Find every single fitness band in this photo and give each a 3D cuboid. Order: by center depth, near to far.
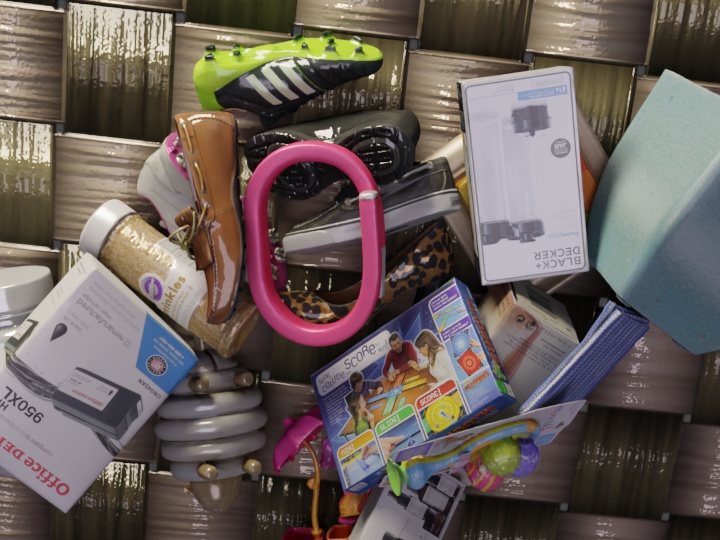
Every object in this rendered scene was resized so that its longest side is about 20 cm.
[{"bbox_3d":[-0.046,-0.025,0.900,0.140,0.037,0.205,1,104,12],"label":"fitness band"}]

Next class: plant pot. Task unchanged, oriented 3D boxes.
[{"bbox_3d":[0.338,-0.041,0.896,0.194,0.197,0.201,33,107,-18],"label":"plant pot"}]

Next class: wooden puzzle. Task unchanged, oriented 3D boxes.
[{"bbox_3d":[0.184,-0.076,0.972,0.183,0.037,0.202,-33,102,8],"label":"wooden puzzle"}]

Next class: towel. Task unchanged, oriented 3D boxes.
[{"bbox_3d":[0.236,0.095,0.947,0.024,0.199,0.146,44,103,24],"label":"towel"}]

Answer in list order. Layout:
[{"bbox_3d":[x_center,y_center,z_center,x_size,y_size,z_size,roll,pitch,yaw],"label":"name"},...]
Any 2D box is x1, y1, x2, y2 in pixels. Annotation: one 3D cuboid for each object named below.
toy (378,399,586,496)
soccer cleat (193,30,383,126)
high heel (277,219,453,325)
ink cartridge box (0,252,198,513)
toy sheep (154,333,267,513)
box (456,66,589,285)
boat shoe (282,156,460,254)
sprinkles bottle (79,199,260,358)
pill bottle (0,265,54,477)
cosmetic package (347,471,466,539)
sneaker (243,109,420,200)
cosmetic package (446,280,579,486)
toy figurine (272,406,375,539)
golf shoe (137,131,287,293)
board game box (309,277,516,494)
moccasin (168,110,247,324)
[{"bbox_3d":[0.122,0.187,0.886,0.195,0.116,0.048,-9,62,-14],"label":"toy"},{"bbox_3d":[-0.073,-0.195,0.933,0.195,0.068,0.083,-5,122,2],"label":"soccer cleat"},{"bbox_3d":[0.000,0.000,0.970,0.195,0.072,0.146,9,108,-17],"label":"high heel"},{"bbox_3d":[-0.282,0.111,0.900,0.145,0.084,0.201,44,83,-23],"label":"ink cartridge box"},{"bbox_3d":[-0.160,0.158,0.981,0.134,0.138,0.205,-2,86,0],"label":"toy sheep"},{"bbox_3d":[0.164,-0.095,0.916,0.114,0.060,0.205,-6,103,3],"label":"box"},{"bbox_3d":[0.006,-0.067,0.958,0.196,0.071,0.065,-16,85,12],"label":"boat shoe"},{"bbox_3d":[-0.198,0.008,0.948,0.198,0.068,0.069,35,102,8],"label":"sprinkles bottle"},{"bbox_3d":[-0.362,0.105,0.974,0.111,0.114,0.205,-6,104,1],"label":"pill bottle"},{"bbox_3d":[0.028,0.292,0.936,0.081,0.051,0.203,29,76,-5],"label":"cosmetic package"},{"bbox_3d":[-0.027,-0.127,0.942,0.195,0.091,0.077,0,121,22],"label":"sneaker"},{"bbox_3d":[0.137,0.113,0.973,0.086,0.104,0.202,29,109,-9],"label":"cosmetic package"},{"bbox_3d":[-0.024,0.245,1.004,0.195,0.150,0.189,-7,96,11],"label":"toy figurine"},{"bbox_3d":[-0.157,-0.049,0.968,0.091,0.076,0.201,-28,106,30],"label":"golf shoe"},{"bbox_3d":[0.047,0.119,0.923,0.198,0.137,0.034,-34,145,22],"label":"board game box"},{"bbox_3d":[-0.150,-0.051,0.877,0.076,0.074,0.207,-5,96,-16],"label":"moccasin"}]
